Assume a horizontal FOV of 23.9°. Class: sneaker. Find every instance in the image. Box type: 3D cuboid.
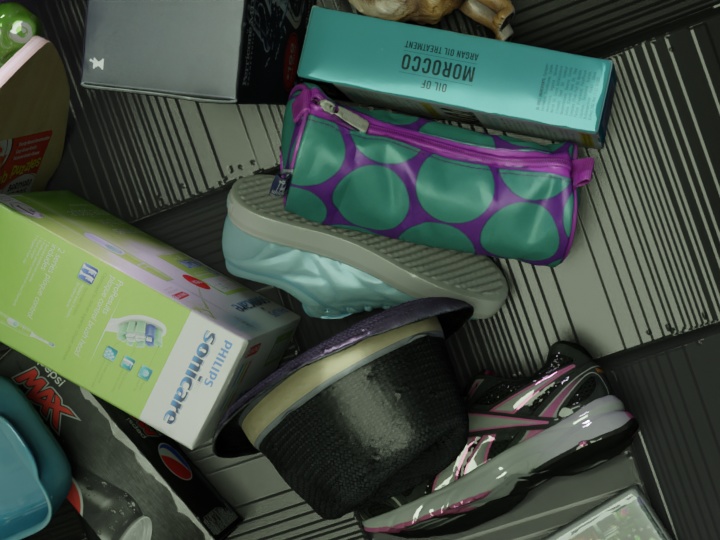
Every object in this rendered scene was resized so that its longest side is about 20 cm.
[{"bbox_3d":[0.087,0.115,1.152,0.200,0.080,0.087,-27,66,14],"label":"sneaker"},{"bbox_3d":[0.000,0.000,1.163,0.200,0.074,0.082,21,129,5],"label":"sneaker"}]

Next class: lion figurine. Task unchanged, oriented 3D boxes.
[{"bbox_3d":[0.082,-0.230,1.124,0.122,0.072,0.200,43,88,13],"label":"lion figurine"}]

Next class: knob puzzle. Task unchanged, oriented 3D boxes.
[{"bbox_3d":[-0.254,-0.067,1.135,0.030,0.220,0.220,27,100,9],"label":"knob puzzle"}]

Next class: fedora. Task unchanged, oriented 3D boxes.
[{"bbox_3d":[0.003,0.100,1.093,0.200,0.201,0.092,-32,74,13],"label":"fedora"}]

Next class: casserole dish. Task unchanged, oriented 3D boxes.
[{"bbox_3d":[-0.265,0.132,1.191,0.200,0.039,0.121,-27,97,51],"label":"casserole dish"}]

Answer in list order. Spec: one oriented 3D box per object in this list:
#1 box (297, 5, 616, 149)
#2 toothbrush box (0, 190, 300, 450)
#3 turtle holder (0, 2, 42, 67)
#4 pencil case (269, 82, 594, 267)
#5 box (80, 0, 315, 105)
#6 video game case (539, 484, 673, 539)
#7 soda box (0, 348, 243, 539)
[{"bbox_3d":[0.065,-0.126,1.119,0.199,0.082,0.049,12,89,10],"label":"box"},{"bbox_3d":[-0.159,0.028,1.150,0.200,0.146,0.086,30,99,9],"label":"toothbrush box"},{"bbox_3d":[-0.227,-0.246,1.135,0.131,0.186,0.141,15,142,-6],"label":"turtle holder"},{"bbox_3d":[0.044,-0.062,1.110,0.199,0.093,0.085,11,53,-4],"label":"pencil case"},{"bbox_3d":[-0.094,-0.209,1.097,0.104,0.182,0.201,7,97,12],"label":"box"},{"bbox_3d":[0.154,0.274,1.167,0.200,0.023,0.182,-33,88,14],"label":"video game case"},{"bbox_3d":[-0.179,0.131,1.205,0.071,0.063,0.200,-42,85,12],"label":"soda box"}]
